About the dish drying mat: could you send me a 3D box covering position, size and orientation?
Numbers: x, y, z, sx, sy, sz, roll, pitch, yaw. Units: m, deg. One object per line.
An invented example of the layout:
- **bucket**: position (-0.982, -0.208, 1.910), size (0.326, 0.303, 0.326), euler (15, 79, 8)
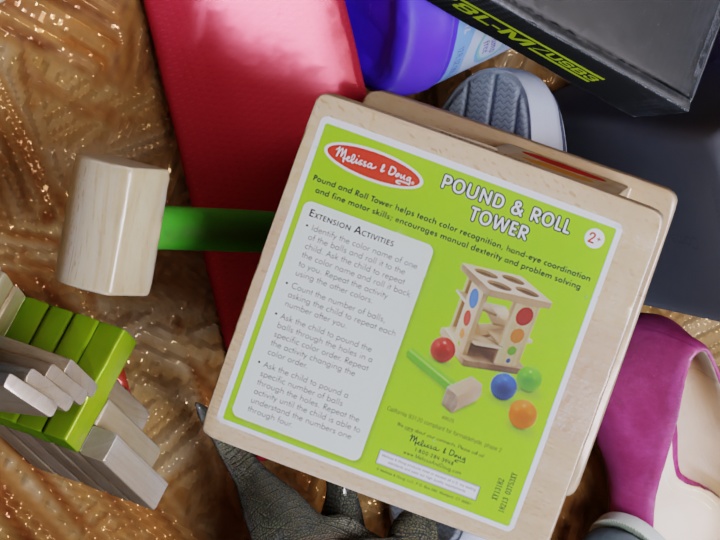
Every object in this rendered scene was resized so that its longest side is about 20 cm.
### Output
- **dish drying mat**: position (-0.028, -0.031, 1.149), size (0.077, 0.018, 0.200), euler (-17, 106, -13)

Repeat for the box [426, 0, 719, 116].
- **box**: position (0.072, -0.187, 1.112), size (0.193, 0.047, 0.200), euler (27, 77, -23)

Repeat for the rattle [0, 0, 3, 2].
- **rattle**: position (-0.138, -0.128, 0.997), size (0.200, 0.143, 0.130), euler (-8, 80, -31)

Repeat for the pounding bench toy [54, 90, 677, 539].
- **pounding bench toy**: position (0.000, 0.000, 1.081), size (0.200, 0.156, 0.124), euler (20, 97, 6)

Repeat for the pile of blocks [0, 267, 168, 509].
- **pile of blocks**: position (-0.135, 0.009, 1.040), size (0.200, 0.082, 0.062), euler (37, 70, -33)

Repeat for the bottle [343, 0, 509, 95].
- **bottle**: position (0.072, -0.138, 1.192), size (0.200, 0.065, 0.084), euler (-27, 141, -34)

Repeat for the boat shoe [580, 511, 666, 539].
- **boat shoe**: position (0.116, 0.201, 1.255), size (0.062, 0.073, 0.200), euler (-25, 113, -38)

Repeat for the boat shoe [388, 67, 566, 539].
- **boat shoe**: position (0.055, 0.018, 1.203), size (0.067, 0.073, 0.200), euler (1, 104, -46)

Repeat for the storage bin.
- **storage bin**: position (0.161, -0.051, 1.202), size (0.134, 0.200, 0.146), euler (-21, 106, -25)

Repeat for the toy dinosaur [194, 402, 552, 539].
- **toy dinosaur**: position (0.010, 0.124, 1.116), size (0.200, 0.077, 0.102), euler (49, 51, -28)

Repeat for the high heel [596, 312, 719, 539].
- **high heel**: position (0.148, 0.097, 1.255), size (0.067, 0.096, 0.200), euler (-42, 116, -28)
